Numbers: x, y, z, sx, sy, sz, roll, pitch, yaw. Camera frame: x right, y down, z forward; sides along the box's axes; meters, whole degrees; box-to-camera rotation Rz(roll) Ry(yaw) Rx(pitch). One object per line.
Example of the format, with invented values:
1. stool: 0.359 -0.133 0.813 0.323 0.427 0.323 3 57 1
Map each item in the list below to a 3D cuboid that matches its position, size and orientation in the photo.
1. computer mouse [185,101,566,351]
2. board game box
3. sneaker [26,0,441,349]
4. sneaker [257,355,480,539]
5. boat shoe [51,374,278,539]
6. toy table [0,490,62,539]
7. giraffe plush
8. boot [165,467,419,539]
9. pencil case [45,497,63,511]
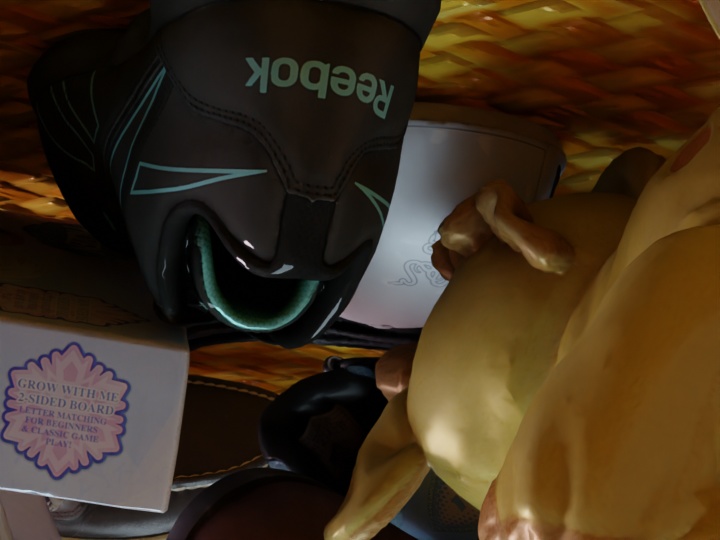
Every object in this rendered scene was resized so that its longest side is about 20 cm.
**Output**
1. computer mouse: 0.000 0.000 0.800 0.109 0.044 0.200 8 165 -11
2. board game box: -0.144 0.007 0.722 0.198 0.041 0.200 9 -173 -7
3. sneaker: -0.037 -0.021 0.664 0.075 0.080 0.200 6 167 -13
4. sneaker: 0.009 0.052 0.852 0.090 0.079 0.200 24 162 -17
5. boat shoe: -0.117 0.058 1.012 0.199 0.073 0.065 -3 132 9
6. toy table: -0.110 0.117 0.791 0.117 0.200 0.184 35 129 -7
7. giraffe plush: 0.071 0.033 0.654 0.172 0.201 0.162 -16 180 -29
8. boot: 0.062 0.119 0.718 0.199 0.069 0.188 16 164 36
9. pencil case: -0.187 0.055 0.911 0.199 0.078 0.089 -13 -171 4
